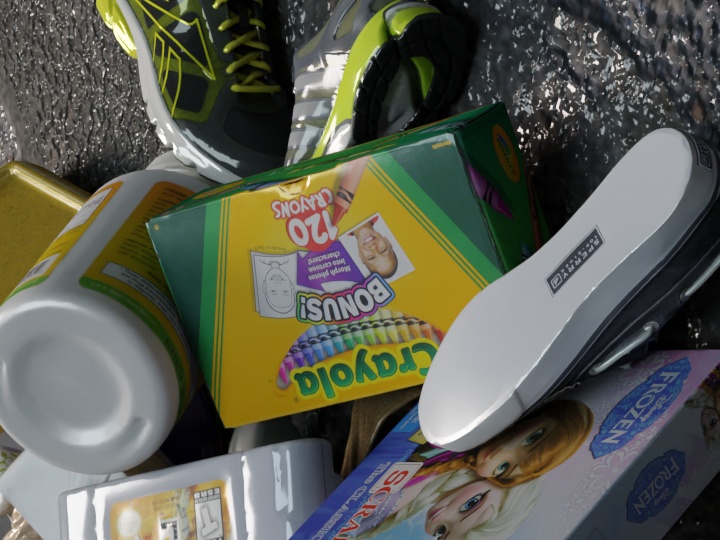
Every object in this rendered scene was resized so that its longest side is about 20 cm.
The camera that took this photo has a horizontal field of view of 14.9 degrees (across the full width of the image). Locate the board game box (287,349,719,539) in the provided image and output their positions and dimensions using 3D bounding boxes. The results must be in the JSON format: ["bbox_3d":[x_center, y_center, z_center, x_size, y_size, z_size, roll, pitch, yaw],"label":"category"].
[{"bbox_3d":[0.060,0.114,1.287,0.199,0.200,0.041,-4,125,53],"label":"board game box"}]

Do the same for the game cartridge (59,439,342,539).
[{"bbox_3d":[-0.085,0.169,1.432,0.199,0.041,0.134,-16,70,43],"label":"game cartridge"}]

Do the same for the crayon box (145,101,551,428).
[{"bbox_3d":[0.000,0.000,1.388,0.199,0.058,0.119,-15,100,34],"label":"crayon box"}]

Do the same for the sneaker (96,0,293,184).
[{"bbox_3d":[-0.084,-0.127,1.540,0.200,0.074,0.085,55,128,28],"label":"sneaker"}]

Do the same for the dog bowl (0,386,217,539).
[{"bbox_3d":[-0.172,0.119,1.693,0.200,0.079,0.201,11,104,52],"label":"dog bowl"}]

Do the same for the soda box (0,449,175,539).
[{"bbox_3d":[-0.110,0.165,1.552,0.200,0.063,0.068,47,107,7],"label":"soda box"}]

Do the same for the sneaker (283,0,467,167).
[{"bbox_3d":[-0.009,-0.075,1.462,0.200,0.074,0.081,-61,40,31],"label":"sneaker"}]

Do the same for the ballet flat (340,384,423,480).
[{"bbox_3d":[0.015,0.148,1.418,0.072,0.068,0.201,162,123,-69],"label":"ballet flat"}]

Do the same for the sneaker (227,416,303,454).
[{"bbox_3d":[-0.009,0.162,1.502,0.080,0.070,0.201,-33,71,33],"label":"sneaker"}]

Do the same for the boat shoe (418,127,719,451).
[{"bbox_3d":[0.109,0.019,1.278,0.200,0.068,0.072,-49,35,23],"label":"boat shoe"}]

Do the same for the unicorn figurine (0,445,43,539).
[{"bbox_3d":[-0.244,0.129,1.677,0.199,0.074,0.138,14,97,37],"label":"unicorn figurine"}]

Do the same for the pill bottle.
[{"bbox_3d":[-0.120,0.014,1.500,0.110,0.200,0.112,9,122,15],"label":"pill bottle"}]

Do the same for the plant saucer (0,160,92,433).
[{"bbox_3d":[-0.220,0.008,1.642,0.200,0.200,0.049,27,147,48],"label":"plant saucer"}]
